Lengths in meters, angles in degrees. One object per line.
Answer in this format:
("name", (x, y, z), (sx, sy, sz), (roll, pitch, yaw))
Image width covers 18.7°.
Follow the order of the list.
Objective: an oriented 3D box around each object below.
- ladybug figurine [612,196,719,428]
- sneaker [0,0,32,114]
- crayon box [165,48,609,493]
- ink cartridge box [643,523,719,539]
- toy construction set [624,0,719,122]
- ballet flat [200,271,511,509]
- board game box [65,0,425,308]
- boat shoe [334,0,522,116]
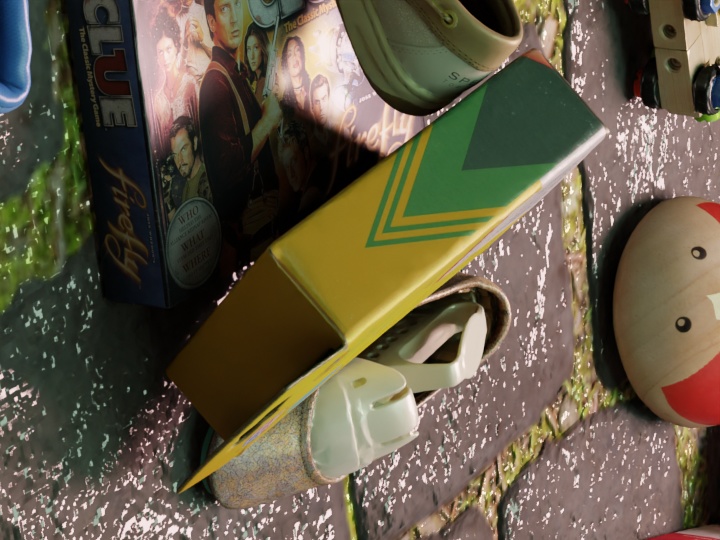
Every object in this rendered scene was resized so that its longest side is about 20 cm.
("ladybug figurine", (0.217, 0.028, 1.312), (0.200, 0.072, 0.137), (19, 79, -57))
("sneaker", (-0.155, -0.125, 0.669), (0.076, 0.105, 0.201), (-57, 139, -35))
("crayon box", (0.000, 0.000, 0.897), (0.051, 0.127, 0.200), (49, 55, 3))
("ink cartridge box", (0.249, 0.239, 1.390), (0.200, 0.082, 0.148), (1, 94, -57))
("toy construction set", (0.208, -0.163, 1.257), (0.131, 0.092, 0.201), (-50, 124, -42))
("ballet flat", (0.007, 0.048, 0.990), (0.200, 0.067, 0.068), (-40, 129, -47))
("board game box", (-0.041, -0.082, 0.921), (0.200, 0.034, 0.136), (-32, 122, -51))
("boat shoe", (0.010, -0.167, 0.900), (0.074, 0.066, 0.201), (-27, 92, -52))
